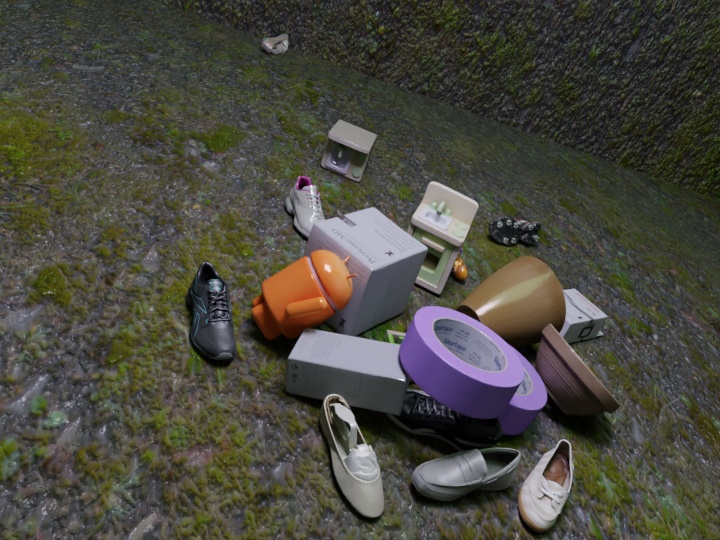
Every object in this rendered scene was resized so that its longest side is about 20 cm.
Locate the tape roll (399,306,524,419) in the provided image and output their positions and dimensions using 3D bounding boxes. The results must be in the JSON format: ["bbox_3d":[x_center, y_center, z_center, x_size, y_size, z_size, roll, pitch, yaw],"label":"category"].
[{"bbox_3d":[0.162,0.143,1.054,0.195,0.067,0.201,22,23,-9],"label":"tape roll"}]

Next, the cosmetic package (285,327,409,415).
[{"bbox_3d":[-0.016,0.164,1.080,0.193,0.076,0.102,11,27,10],"label":"cosmetic package"}]

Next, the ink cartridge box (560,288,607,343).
[{"bbox_3d":[0.509,0.107,1.585,0.196,0.068,0.116,-4,38,-38],"label":"ink cartridge box"}]

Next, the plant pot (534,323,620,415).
[{"bbox_3d":[0.403,0.211,1.280,0.202,0.092,0.201,48,9,-10],"label":"plant pot"}]

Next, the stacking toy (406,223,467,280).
[{"bbox_3d":[0.211,-0.057,1.635,0.107,0.117,0.202,-7,51,-36],"label":"stacking toy"}]

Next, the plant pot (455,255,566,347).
[{"bbox_3d":[0.300,0.087,1.387,0.195,0.191,0.187,-17,45,-30],"label":"plant pot"}]

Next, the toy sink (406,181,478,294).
[{"bbox_3d":[0.171,-0.074,1.498,0.127,0.204,0.112,25,29,7],"label":"toy sink"}]

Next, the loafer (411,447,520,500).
[{"bbox_3d":[0.167,0.308,1.022,0.195,0.071,0.070,2,35,-32],"label":"loafer"}]

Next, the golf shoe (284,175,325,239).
[{"bbox_3d":[-0.121,-0.146,1.545,0.073,0.093,0.201,1,37,-35],"label":"golf shoe"}]

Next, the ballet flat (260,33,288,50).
[{"bbox_3d":[-0.340,-0.927,2.709,0.067,0.068,0.200,44,38,2],"label":"ballet flat"}]

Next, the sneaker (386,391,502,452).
[{"bbox_3d":[0.140,0.227,1.080,0.195,0.113,0.074,23,46,1],"label":"sneaker"}]

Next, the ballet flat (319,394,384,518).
[{"bbox_3d":[-0.013,0.266,0.974,0.068,0.071,0.201,2,35,-30],"label":"ballet flat"}]

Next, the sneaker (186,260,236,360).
[{"bbox_3d":[-0.256,0.067,1.120,0.073,0.081,0.201,1,37,-32],"label":"sneaker"}]

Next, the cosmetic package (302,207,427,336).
[{"bbox_3d":[0.000,0.000,1.311,0.163,0.169,0.198,36,32,25],"label":"cosmetic package"}]

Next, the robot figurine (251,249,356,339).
[{"bbox_3d":[-0.096,0.042,1.158,0.119,0.196,0.144,61,3,18],"label":"robot figurine"}]

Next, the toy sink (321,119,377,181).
[{"bbox_3d":[-0.036,-0.342,1.902,0.127,0.115,0.201,20,24,-2],"label":"toy sink"}]

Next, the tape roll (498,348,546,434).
[{"bbox_3d":[0.244,0.202,1.212,0.195,0.067,0.202,25,26,-13],"label":"tape roll"}]

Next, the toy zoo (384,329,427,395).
[{"bbox_3d":[0.121,0.193,1.228,0.127,0.021,0.202,12,32,-18],"label":"toy zoo"}]

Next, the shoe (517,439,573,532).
[{"bbox_3d":[0.308,0.346,1.074,0.069,0.055,0.199,31,30,16],"label":"shoe"}]

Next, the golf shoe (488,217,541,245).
[{"bbox_3d":[0.436,-0.117,1.915,0.195,0.080,0.087,4,13,-33],"label":"golf shoe"}]
